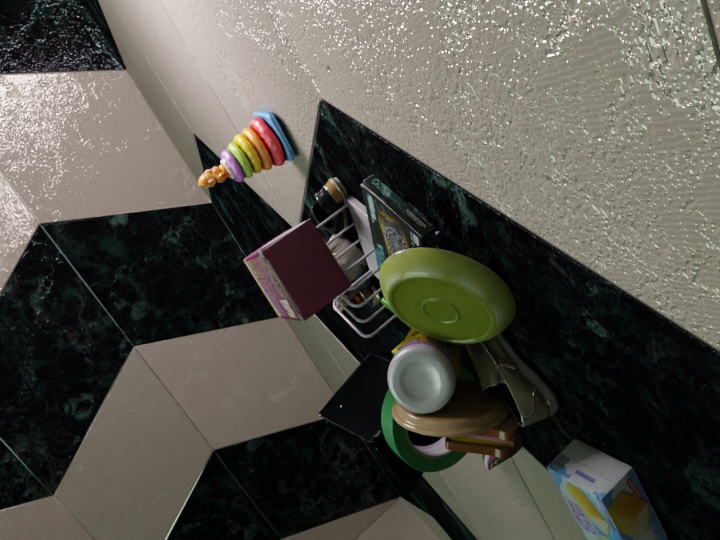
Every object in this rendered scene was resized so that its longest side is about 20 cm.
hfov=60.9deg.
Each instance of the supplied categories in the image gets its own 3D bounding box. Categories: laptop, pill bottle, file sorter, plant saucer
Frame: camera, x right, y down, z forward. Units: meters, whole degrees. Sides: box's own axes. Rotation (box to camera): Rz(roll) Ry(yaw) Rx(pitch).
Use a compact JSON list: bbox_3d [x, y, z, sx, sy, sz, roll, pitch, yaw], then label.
[{"bbox_3d":[0.057,0.293,1.211,0.115,0.187,0.202,-21,108,51],"label":"laptop"},{"bbox_3d":[0.112,0.140,0.979,0.105,0.104,0.200,54,-160,-1],"label":"pill bottle"},{"bbox_3d":[0.000,0.000,1.119,0.138,0.124,0.202,41,160,39],"label":"file sorter"},{"bbox_3d":[0.114,0.046,0.844,0.196,0.031,0.202,17,147,11],"label":"plant saucer"}]

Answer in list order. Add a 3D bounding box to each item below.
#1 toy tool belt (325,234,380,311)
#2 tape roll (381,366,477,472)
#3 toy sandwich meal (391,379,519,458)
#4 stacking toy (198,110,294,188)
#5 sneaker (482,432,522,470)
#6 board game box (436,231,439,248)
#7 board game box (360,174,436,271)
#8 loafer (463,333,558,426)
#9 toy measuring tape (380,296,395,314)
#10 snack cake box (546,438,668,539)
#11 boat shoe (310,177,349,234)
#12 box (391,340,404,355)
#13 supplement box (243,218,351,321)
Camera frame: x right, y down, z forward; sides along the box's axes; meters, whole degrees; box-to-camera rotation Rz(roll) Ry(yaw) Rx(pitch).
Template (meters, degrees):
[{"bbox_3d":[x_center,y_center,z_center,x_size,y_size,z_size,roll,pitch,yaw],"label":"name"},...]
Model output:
[{"bbox_3d":[-0.046,0.024,1.321,0.125,0.122,0.202,40,160,43],"label":"toy tool belt"},{"bbox_3d":[0.135,0.263,1.126,0.203,0.199,0.048,59,163,-19],"label":"tape roll"},{"bbox_3d":[0.148,0.233,0.960,0.204,0.201,0.072,-160,62,-65],"label":"toy sandwich meal"},{"bbox_3d":[-0.239,-0.223,1.229,0.116,0.199,0.111,27,150,58],"label":"stacking toy"},{"bbox_3d":[0.240,0.278,1.110,0.087,0.079,0.203,-125,18,-44],"label":"sneaker"},{"bbox_3d":[0.105,-0.004,0.938,0.160,0.039,0.199,60,164,-13],"label":"board game box"},{"bbox_3d":[0.062,-0.028,0.888,0.135,0.028,0.202,45,161,34],"label":"board game box"},{"bbox_3d":[0.202,0.147,0.909,0.200,0.069,0.076,47,164,31],"label":"loafer"},{"bbox_3d":[0.104,0.066,1.102,0.073,0.074,0.199,39,-179,44],"label":"toy measuring tape"},{"bbox_3d":[0.361,0.353,0.871,0.202,0.067,0.115,59,164,-15],"label":"snack cake box"},{"bbox_3d":[-0.063,-0.114,1.187,0.075,0.062,0.200,50,167,9],"label":"boat shoe"},{"bbox_3d":[0.149,0.237,1.294,0.202,0.064,0.070,59,164,-14],"label":"box"},{"bbox_3d":[-0.113,0.002,1.038,0.133,0.102,0.199,59,164,-8],"label":"supplement box"}]
